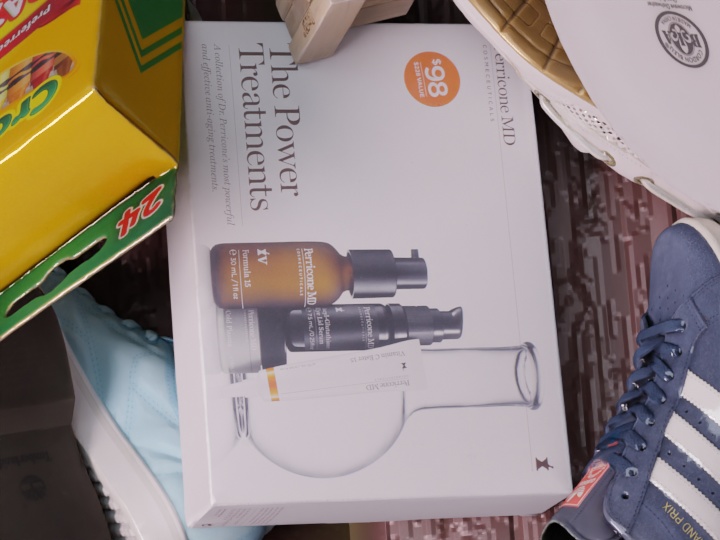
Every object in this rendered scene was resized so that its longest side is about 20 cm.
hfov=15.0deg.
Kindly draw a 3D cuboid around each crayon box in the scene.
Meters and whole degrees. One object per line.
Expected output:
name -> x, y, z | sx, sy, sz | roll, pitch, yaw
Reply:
crayon box -> -0.129, -0.061, 1.074 | 0.127, 0.051, 0.200 | -35, 32, 22

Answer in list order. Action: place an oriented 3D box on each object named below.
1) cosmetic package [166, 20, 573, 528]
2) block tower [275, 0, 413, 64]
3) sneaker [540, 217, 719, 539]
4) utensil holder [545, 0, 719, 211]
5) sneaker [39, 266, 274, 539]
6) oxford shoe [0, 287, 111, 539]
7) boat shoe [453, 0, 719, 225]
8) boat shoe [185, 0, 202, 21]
cosmetic package -> 0.000, 0.000, 1.113 | 0.150, 0.052, 0.201 | -1, 75, -17
block tower -> -0.033, -0.187, 1.117 | 0.058, 0.054, 0.201 | -15, 72, -21
sneaker -> 0.113, 0.076, 1.070 | 0.084, 0.075, 0.201 | 3, 75, -16
utensil holder -> 0.188, -0.133, 1.027 | 0.199, 0.170, 0.170 | -31, 69, -21
sneaker -> -0.102, 0.051, 1.162 | 0.082, 0.074, 0.200 | -19, 60, -27
oxford shoe -> -0.146, 0.105, 1.103 | 0.071, 0.071, 0.201 | -28, 65, 53
boat shoe -> 0.099, -0.078, 1.111 | 0.200, 0.069, 0.071 | 43, 68, 5
boat shoe -> -0.168, -0.131, 1.216 | 0.201, 0.060, 0.072 | 17, 82, 18
